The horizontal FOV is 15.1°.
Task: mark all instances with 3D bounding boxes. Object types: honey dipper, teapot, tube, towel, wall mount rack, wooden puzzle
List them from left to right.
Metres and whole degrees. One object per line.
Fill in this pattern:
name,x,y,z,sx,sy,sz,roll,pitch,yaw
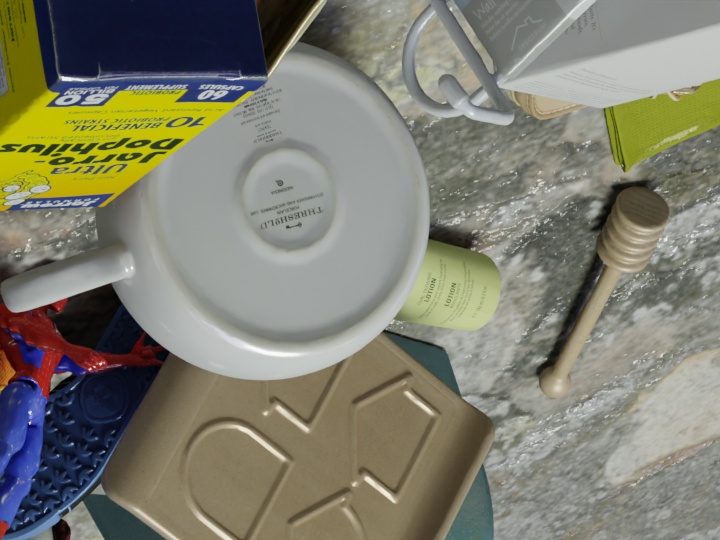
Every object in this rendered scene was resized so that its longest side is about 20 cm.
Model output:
teapot,-0.069,-0.028,1.498,0.199,0.198,0.146,28,163,-20
wooden puzzle,-0.038,0.109,1.591,0.200,0.186,0.046,37,153,-17
tube,0.000,0.000,1.663,0.199,0.058,0.052,13,149,-40
wall mount rack,0.062,-0.178,1.370,0.200,0.174,0.074,-44,153,24
honey dipper,0.158,0.021,1.813,0.038,0.038,0.201,-9,145,-23
towel,0.184,-0.135,1.636,0.086,0.018,0.200,-23,146,-4

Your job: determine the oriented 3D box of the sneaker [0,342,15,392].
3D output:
sneaker,-0.240,0.062,1.561,0.073,0.077,0.200,-36,153,13

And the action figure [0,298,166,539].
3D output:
action figure,-0.167,0.082,1.526,0.098,0.201,0.065,-5,144,13

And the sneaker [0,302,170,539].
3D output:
sneaker,-0.152,0.086,1.621,0.200,0.070,0.078,-48,162,-3

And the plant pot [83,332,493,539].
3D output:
plant pot,-0.030,0.169,1.736,0.195,0.201,0.196,19,126,-45

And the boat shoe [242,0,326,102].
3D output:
boat shoe,-0.025,-0.161,1.284,0.073,0.063,0.200,7,140,-24

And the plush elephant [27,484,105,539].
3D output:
plush elephant,-0.230,0.198,1.682,0.198,0.165,0.156,4,133,11

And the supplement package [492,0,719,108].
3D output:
supplement package,0.175,-0.167,1.409,0.199,0.122,0.119,-12,170,34

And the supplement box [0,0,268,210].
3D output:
supplement box,-0.141,-0.108,1.309,0.108,0.110,0.200,-3,166,-29

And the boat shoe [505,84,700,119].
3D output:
boat shoe,0.179,-0.135,1.555,0.199,0.069,0.074,-28,147,-2
